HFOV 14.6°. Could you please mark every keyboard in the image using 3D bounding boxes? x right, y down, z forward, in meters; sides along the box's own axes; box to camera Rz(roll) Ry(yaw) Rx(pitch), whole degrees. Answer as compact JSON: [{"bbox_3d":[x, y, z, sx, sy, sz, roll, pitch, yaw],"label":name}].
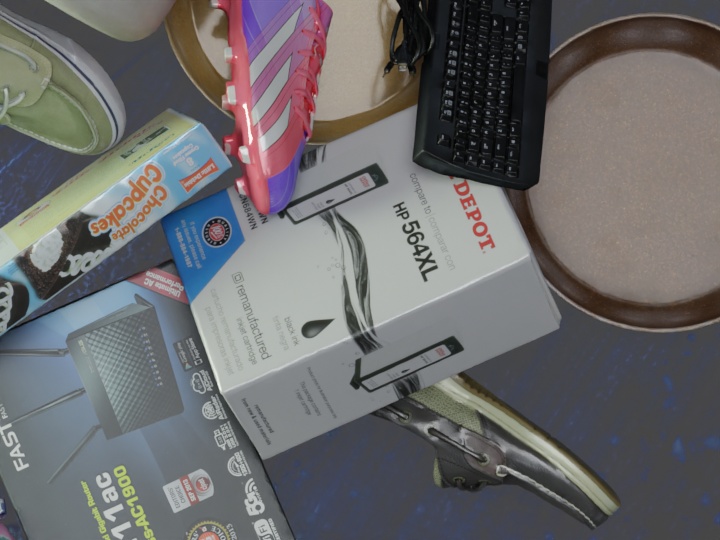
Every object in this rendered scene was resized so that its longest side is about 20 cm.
[{"bbox_3d":[0.065,-0.137,1.685,0.103,0.040,0.201,10,47,-4],"label":"keyboard"}]

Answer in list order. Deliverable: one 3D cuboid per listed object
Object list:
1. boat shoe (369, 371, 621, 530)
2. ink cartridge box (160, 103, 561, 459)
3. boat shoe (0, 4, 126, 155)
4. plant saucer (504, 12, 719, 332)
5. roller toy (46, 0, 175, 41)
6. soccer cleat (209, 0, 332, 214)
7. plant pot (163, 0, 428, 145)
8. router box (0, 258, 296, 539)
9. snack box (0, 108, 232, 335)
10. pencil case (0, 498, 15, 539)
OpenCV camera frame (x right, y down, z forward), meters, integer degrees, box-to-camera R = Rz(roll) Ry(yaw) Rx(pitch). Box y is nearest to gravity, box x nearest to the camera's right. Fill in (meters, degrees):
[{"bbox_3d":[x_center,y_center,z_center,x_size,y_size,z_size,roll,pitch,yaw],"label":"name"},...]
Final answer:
[{"bbox_3d":[0.065,0.104,1.725,0.200,0.072,0.066,35,89,7],"label":"boat shoe"},{"bbox_3d":[0.000,0.000,1.682,0.199,0.084,0.146,-25,52,2],"label":"ink cartridge box"},{"bbox_3d":[-0.226,-0.122,1.696,0.200,0.072,0.062,36,40,-28],"label":"boat shoe"},{"bbox_3d":[0.184,-0.060,1.764,0.199,0.034,0.202,0,83,-3],"label":"plant saucer"},{"bbox_3d":[-0.177,-0.227,1.680,0.182,0.200,0.140,34,95,9],"label":"roller toy"},{"bbox_3d":[-0.048,-0.126,1.693,0.076,0.067,0.201,-3,60,-9],"label":"soccer cleat"},{"bbox_3d":[-0.027,-0.176,1.769,0.199,0.027,0.201,0,83,-4],"label":"plant pot"},{"bbox_3d":[-0.142,0.112,1.713,0.149,0.062,0.201,-24,85,-4],"label":"router box"},{"bbox_3d":[-0.175,-0.024,1.698,0.200,0.116,0.037,-36,104,-6],"label":"snack box"},{"bbox_3d":[-0.289,0.213,1.684,0.199,0.087,0.088,-23,85,-4],"label":"pencil case"}]
